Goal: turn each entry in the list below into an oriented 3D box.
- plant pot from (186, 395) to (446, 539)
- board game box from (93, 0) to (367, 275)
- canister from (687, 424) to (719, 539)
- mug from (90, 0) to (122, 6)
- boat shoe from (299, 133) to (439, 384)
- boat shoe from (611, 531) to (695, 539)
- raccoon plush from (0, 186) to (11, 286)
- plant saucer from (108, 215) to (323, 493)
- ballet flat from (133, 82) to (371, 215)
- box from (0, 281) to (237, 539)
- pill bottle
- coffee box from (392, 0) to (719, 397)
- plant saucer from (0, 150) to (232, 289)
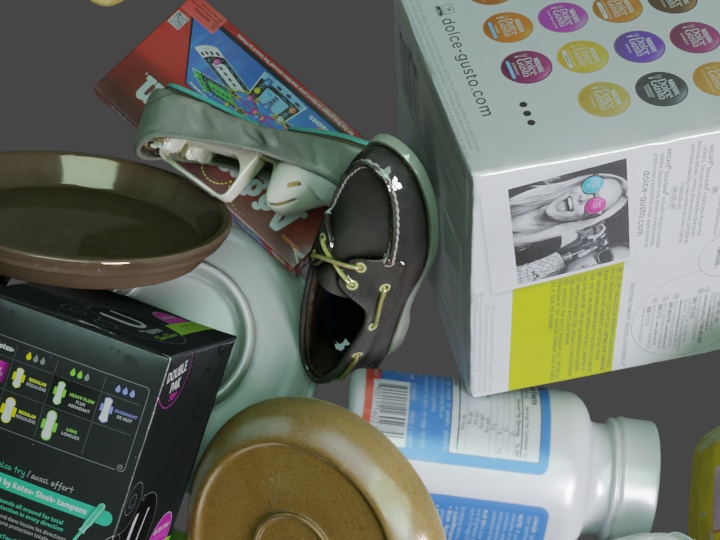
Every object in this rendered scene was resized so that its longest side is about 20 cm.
[{"bbox_3d":[-0.036,0.178,1.020,0.200,0.027,0.200,7,103,34],"label":"plant pot"},{"bbox_3d":[-0.081,-0.097,1.147,0.200,0.019,0.103,42,78,15],"label":"board game box"},{"bbox_3d":[0.264,0.149,1.019,0.087,0.200,0.149,5,76,-1],"label":"canister"},{"bbox_3d":[-0.129,-0.283,1.163,0.153,0.187,0.149,49,46,0],"label":"mug"},{"bbox_3d":[0.000,0.000,1.042,0.061,0.201,0.072,-33,60,-31],"label":"boat shoe"},{"bbox_3d":[0.120,0.212,1.030,0.200,0.065,0.074,-32,55,16],"label":"boat shoe"},{"bbox_3d":[-0.274,0.020,1.059,0.097,0.134,0.200,-6,76,-4],"label":"raccoon plush"},{"bbox_3d":[-0.125,0.047,1.105,0.200,0.050,0.200,1,75,-2],"label":"plant saucer"},{"bbox_3d":[-0.061,-0.068,1.087,0.200,0.067,0.064,19,77,21],"label":"ballet flat"},{"bbox_3d":[-0.177,0.118,0.999,0.124,0.149,0.200,19,95,9],"label":"box"},{"bbox_3d":[0.086,0.128,1.062,0.200,0.112,0.112,7,76,-1],"label":"pill bottle"},{"bbox_3d":[0.138,-0.071,1.034,0.198,0.200,0.200,-11,47,-6],"label":"coffee box"},{"bbox_3d":[-0.183,-0.033,1.059,0.200,0.200,0.029,9,110,0],"label":"plant saucer"}]
